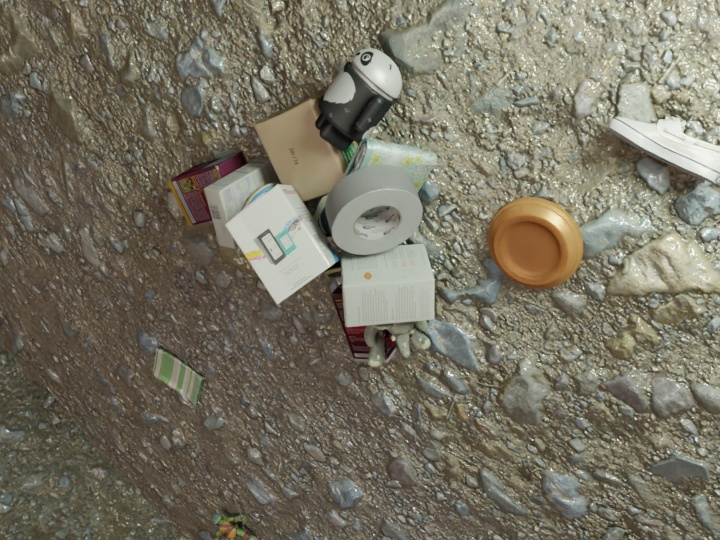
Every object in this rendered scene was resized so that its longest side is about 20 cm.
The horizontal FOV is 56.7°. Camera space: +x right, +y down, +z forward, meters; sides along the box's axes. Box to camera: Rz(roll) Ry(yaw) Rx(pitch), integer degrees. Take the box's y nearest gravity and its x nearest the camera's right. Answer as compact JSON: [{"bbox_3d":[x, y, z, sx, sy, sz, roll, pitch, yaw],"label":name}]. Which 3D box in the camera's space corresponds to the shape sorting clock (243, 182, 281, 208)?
[{"bbox_3d":[-0.202,-0.106,1.580,0.039,0.198,0.204,23,133,47],"label":"shape sorting clock"}]

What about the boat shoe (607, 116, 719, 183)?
[{"bbox_3d":[0.518,-0.222,1.121,0.198,0.071,0.071,31,104,18],"label":"boat shoe"}]

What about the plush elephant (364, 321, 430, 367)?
[{"bbox_3d":[0.088,0.132,1.551,0.161,0.155,0.205,-11,101,-6],"label":"plush elephant"}]

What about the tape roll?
[{"bbox_3d":[0.028,-0.121,1.382,0.201,0.196,0.067,-56,41,42],"label":"tape roll"}]

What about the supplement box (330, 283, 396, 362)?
[{"bbox_3d":[0.010,0.131,1.680,0.107,0.061,0.204,-2,118,34],"label":"supplement box"}]

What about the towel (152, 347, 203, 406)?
[{"bbox_3d":[-0.625,0.360,2.277,0.198,0.023,0.154,33,131,12],"label":"towel"}]

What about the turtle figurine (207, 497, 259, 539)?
[{"bbox_3d":[-0.478,0.994,2.501,0.193,0.144,0.200,41,136,-1],"label":"turtle figurine"}]

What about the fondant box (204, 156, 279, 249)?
[{"bbox_3d":[-0.267,-0.163,1.582,0.057,0.199,0.147,11,125,34],"label":"fondant box"}]

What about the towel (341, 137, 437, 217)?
[{"bbox_3d":[0.046,-0.185,1.401,0.201,0.168,0.049,-57,40,43],"label":"towel"}]

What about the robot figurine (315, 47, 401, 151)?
[{"bbox_3d":[-0.007,-0.340,1.323,0.151,0.124,0.201,46,111,13],"label":"robot figurine"}]

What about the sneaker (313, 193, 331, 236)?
[{"bbox_3d":[-0.067,-0.100,1.538,0.085,0.074,0.201,55,158,12],"label":"sneaker"}]

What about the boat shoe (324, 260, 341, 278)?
[{"bbox_3d":[0.001,-0.001,1.596,0.198,0.072,0.067,-15,105,34],"label":"boat shoe"}]

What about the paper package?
[{"bbox_3d":[-0.109,-0.272,1.475,0.188,0.103,0.203,-12,111,38],"label":"paper package"}]

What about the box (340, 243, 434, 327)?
[{"bbox_3d":[0.056,0.031,1.471,0.195,0.153,0.108,-5,122,-1],"label":"box"}]

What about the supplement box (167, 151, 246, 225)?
[{"bbox_3d":[-0.371,-0.206,1.692,0.197,0.103,0.133,-7,114,37],"label":"supplement box"}]

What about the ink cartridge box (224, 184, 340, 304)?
[{"bbox_3d":[-0.163,-0.061,1.432,0.145,0.147,0.202,-34,92,9],"label":"ink cartridge box"}]

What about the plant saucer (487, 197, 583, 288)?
[{"bbox_3d":[0.349,-0.048,1.356,0.196,0.037,0.204,17,127,24],"label":"plant saucer"}]
